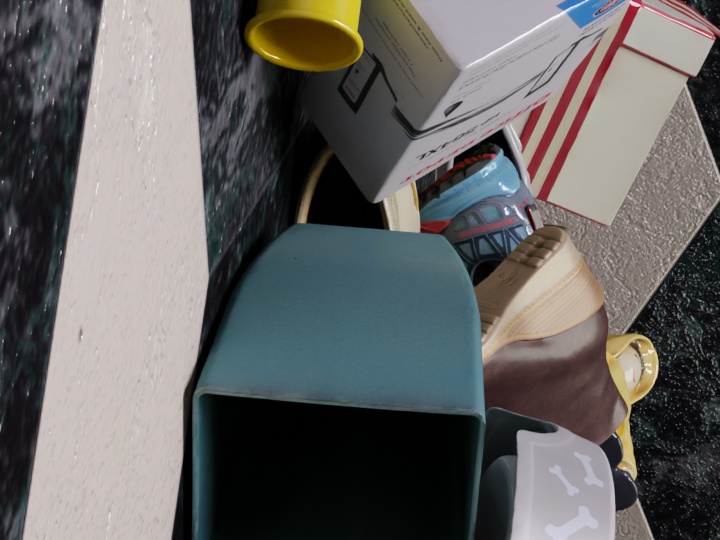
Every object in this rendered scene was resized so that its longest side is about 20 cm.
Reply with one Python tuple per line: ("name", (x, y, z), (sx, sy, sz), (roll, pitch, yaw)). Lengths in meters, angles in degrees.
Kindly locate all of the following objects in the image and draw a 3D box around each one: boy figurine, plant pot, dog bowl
("boy figurine", (0.179, 0.108, 1.691), (0.200, 0.064, 0.125), (-57, 130, -64))
("plant pot", (-0.006, 0.066, 1.226), (0.200, 0.141, 0.142), (-82, 176, -56))
("dog bowl", (0.080, 0.171, 1.222), (0.200, 0.059, 0.201), (-166, -90, -83))

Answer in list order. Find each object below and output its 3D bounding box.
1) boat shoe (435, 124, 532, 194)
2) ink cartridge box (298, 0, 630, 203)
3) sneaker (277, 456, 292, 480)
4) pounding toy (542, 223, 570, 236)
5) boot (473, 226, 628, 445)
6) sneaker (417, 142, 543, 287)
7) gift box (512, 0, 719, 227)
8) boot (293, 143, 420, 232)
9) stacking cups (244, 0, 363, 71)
("boat shoe", (0.083, -0.050, 1.617), (0.065, 0.073, 0.200), (-96, 172, -55))
("ink cartridge box", (0.063, -0.134, 1.279), (0.084, 0.146, 0.200), (56, -21, 9))
("sneaker", (-0.007, 0.171, 1.263), (0.078, 0.085, 0.200), (24, 32, -46))
("pounding toy", (0.086, 0.070, 1.779), (0.200, 0.184, 0.142), (86, 13, -59))
("boot", (0.088, 0.086, 1.465), (0.200, 0.072, 0.167), (-38, 129, -24))
("sneaker", (0.055, -0.002, 1.572), (0.079, 0.096, 0.200), (-40, 180, -35))
("gift box", (0.148, -0.157, 1.694), (0.187, 0.184, 0.200), (-64, -155, 15))
("boot", (0.000, 0.000, 1.450), (0.155, 0.073, 0.201), (-63, 157, -73))
("stacking cups", (-0.018, -0.201, 1.183), (0.061, 0.060, 0.200), (83, 13, -65))
